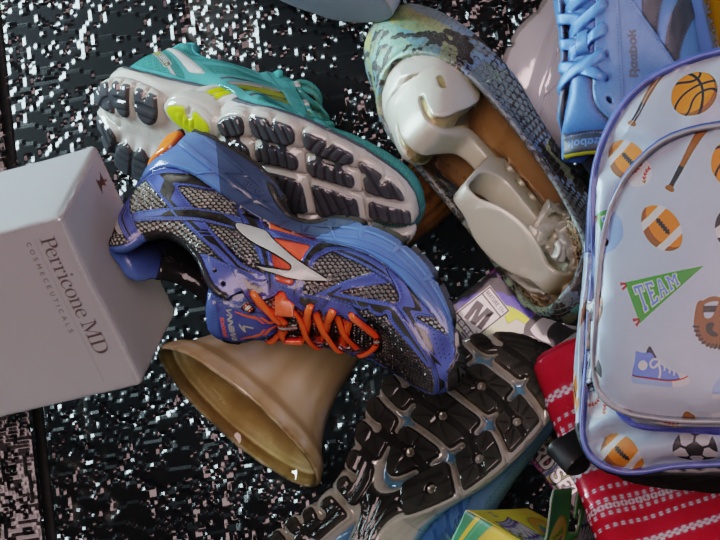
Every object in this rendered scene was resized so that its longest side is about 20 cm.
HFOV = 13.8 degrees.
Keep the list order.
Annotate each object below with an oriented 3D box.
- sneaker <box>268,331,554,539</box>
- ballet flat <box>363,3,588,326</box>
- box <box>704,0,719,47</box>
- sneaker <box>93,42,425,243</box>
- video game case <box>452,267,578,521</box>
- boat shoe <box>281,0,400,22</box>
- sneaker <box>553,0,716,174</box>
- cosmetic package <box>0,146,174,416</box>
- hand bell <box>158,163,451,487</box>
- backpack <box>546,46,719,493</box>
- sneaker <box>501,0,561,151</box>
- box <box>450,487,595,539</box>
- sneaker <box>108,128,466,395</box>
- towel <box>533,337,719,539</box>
[{"bbox_3d":[0.031,0.112,1.458,0.200,0.090,0.078,-46,57,10],"label":"sneaker"},{"bbox_3d":[0.058,-0.054,1.445,0.074,0.074,0.200,-41,70,-1],"label":"ballet flat"},{"bbox_3d":[0.214,-0.160,1.424,0.101,0.112,0.201,-13,89,-21],"label":"box"},{"bbox_3d":[-0.044,-0.070,1.485,0.200,0.078,0.080,26,46,33],"label":"sneaker"},{"bbox_3d":[0.162,0.049,1.476,0.181,0.036,0.200,-37,77,0],"label":"video game case"},{"bbox_3d":[-0.052,-0.184,1.520,0.200,0.070,0.066,20,73,37],"label":"boat shoe"},{"bbox_3d":[0.122,-0.101,1.411,0.078,0.066,0.201,-21,94,-34],"label":"sneaker"},{"bbox_3d":[-0.206,0.019,1.473,0.199,0.071,0.102,-14,117,21],"label":"cosmetic package"},{"bbox_3d":[0.000,0.000,1.498,0.104,0.104,0.200,36,73,13],"label":"hand bell"},{"bbox_3d":[0.177,-0.003,1.297,0.199,0.154,0.191,0,77,10],"label":"backpack"},{"bbox_3d":[0.135,-0.144,1.494,0.087,0.074,0.201,16,91,25],"label":"sneaker"},{"bbox_3d":[0.050,0.187,1.408,0.048,0.117,0.201,30,95,18],"label":"box"},{"bbox_3d":[-0.036,0.011,1.411,0.200,0.075,0.078,27,58,26],"label":"sneaker"},{"bbox_3d":[0.173,0.097,1.357,0.144,0.023,0.201,-17,55,-3],"label":"towel"}]
